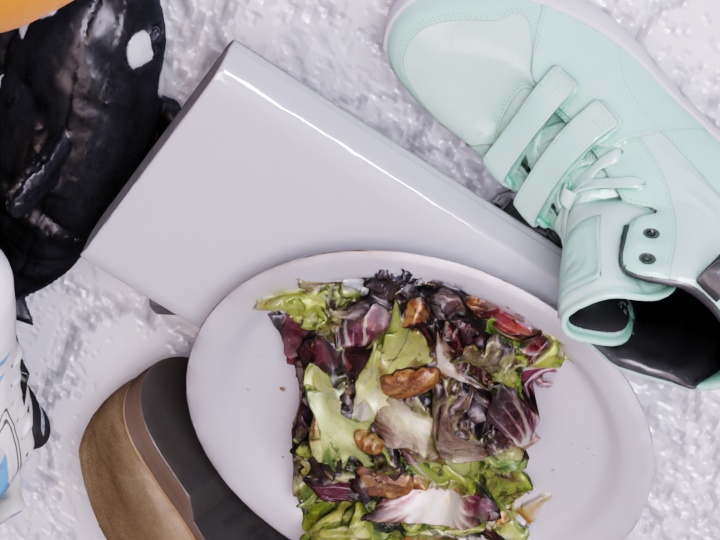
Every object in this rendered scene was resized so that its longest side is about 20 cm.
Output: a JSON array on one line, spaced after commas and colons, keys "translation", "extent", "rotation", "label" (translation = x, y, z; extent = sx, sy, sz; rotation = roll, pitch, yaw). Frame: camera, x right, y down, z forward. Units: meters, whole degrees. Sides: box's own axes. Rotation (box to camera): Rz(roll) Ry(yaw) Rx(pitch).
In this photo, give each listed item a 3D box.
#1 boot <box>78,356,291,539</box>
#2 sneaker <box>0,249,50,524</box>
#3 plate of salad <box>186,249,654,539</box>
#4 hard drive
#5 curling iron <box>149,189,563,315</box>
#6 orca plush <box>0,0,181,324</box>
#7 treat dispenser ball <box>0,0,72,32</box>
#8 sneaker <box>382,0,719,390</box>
[{"translation": [-0.062, 0.141, 1.103], "extent": [0.075, 0.073, 0.201], "rotation": [-30, 85, 44], "label": "boot"}, {"translation": [-0.172, 0.051, 1.091], "extent": [0.201, 0.072, 0.072], "rotation": [110, 143, -50], "label": "sneaker"}, {"translation": [0.021, 0.073, 1.001], "extent": [0.198, 0.048, 0.201], "rotation": [10, 134, 11], "label": "plate of salad"}, {"translation": [0.000, 0.004, 0.995], "extent": [0.199, 0.026, 0.132], "rotation": [32, 134, -11], "label": "hard drive"}, {"translation": [0.000, 0.000, 1.031], "extent": [0.198, 0.026, 0.050], "rotation": [-8, 118, 26], "label": "curling iron"}, {"translation": [-0.147, -0.046, 1.047], "extent": [0.105, 0.071, 0.200], "rotation": [44, 124, -2], "label": "orca plush"}, {"translation": [-0.156, -0.187, 0.902], "extent": [0.199, 0.201, 0.202], "rotation": [10, 119, 19], "label": "treat dispenser ball"}, {"translation": [0.081, -0.035, 0.923], "extent": [0.200, 0.118, 0.074], "rotation": [34, 125, 6], "label": "sneaker"}]
